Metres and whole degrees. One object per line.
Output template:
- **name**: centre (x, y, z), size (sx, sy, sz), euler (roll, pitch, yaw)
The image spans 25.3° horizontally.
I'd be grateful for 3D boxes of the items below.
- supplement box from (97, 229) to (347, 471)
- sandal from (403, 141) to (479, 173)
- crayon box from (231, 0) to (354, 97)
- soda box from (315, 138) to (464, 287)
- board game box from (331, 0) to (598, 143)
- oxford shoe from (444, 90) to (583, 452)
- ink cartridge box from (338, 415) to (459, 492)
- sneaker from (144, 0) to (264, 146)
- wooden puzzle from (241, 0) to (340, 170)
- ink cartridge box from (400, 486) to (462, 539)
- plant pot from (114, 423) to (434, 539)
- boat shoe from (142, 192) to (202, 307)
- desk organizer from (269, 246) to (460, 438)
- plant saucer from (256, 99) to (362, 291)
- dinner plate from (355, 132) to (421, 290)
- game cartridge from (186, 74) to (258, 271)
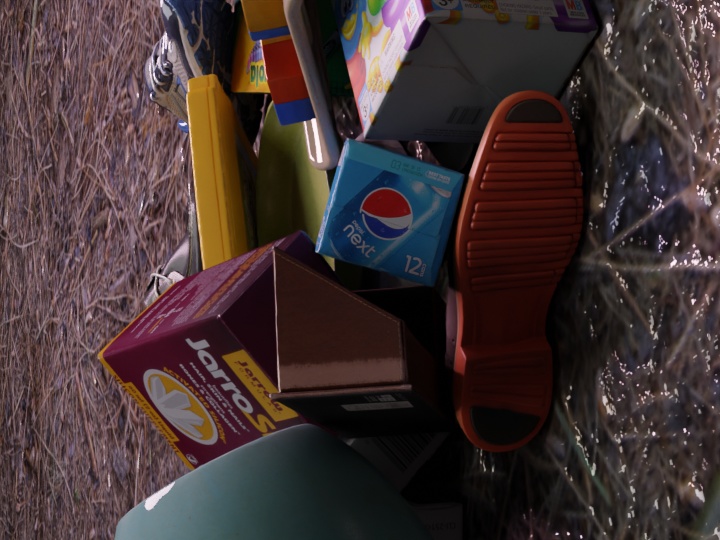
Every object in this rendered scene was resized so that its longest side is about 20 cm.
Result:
- **supplement box**: centre (-0.077, 0.058, 1.057), size (0.111, 0.086, 0.200), euler (51, 150, -12)
- **sandal**: centre (0.033, -0.115, 1.020), size (0.200, 0.045, 0.076), euler (-131, 46, -60)
- **crayon box**: centre (-0.041, -0.189, 1.195), size (0.200, 0.058, 0.120), euler (-164, 76, -68)
- **soda box**: centre (0.015, -0.037, 0.933), size (0.200, 0.067, 0.065), euler (-93, 19, -85)
- **board game box**: centre (0.044, -0.183, 0.909), size (0.103, 0.104, 0.201), euler (119, 144, -51)
- **oxford shoe**: centre (0.073, -0.005, 0.884), size (0.073, 0.070, 0.202), euler (-126, 41, -64)
- **ink cartridge box**: centre (-0.021, 0.123, 1.072), size (0.050, 0.109, 0.200), euler (47, 161, -10)
- **sneaker**: centre (-0.141, -0.161, 1.303), size (0.200, 0.084, 0.078), euler (71, -155, -60)
- **wooden puzzle**: centre (-0.051, -0.185, 0.993), size (0.200, 0.046, 0.187), euler (83, 178, -63)
- **ink cartridge box**: centre (0.010, 0.231, 1.078), size (0.200, 0.043, 0.175), euler (-179, 89, -69)
- **plant pot**: centre (-0.044, 0.182, 0.879), size (0.162, 0.199, 0.201), euler (63, 152, 12)
- **boat shoe**: centre (-0.170, 0.022, 1.516), size (0.072, 0.067, 0.202), euler (-116, 34, -69)
- **desk organizer**: centre (0.006, 0.042, 0.878), size (0.200, 0.071, 0.078), euler (48, -142, -75)
- **plant saucer**: centre (-0.035, -0.027, 1.137), size (0.200, 0.031, 0.202), euler (176, 90, -71)
- **dinner plate**: centre (0.000, 0.000, 1.137), size (0.200, 0.024, 0.202), euler (180, 90, -70)
- **game cartridge**: centre (-0.093, -0.033, 1.247), size (0.200, 0.032, 0.178), euler (71, -170, -68)
